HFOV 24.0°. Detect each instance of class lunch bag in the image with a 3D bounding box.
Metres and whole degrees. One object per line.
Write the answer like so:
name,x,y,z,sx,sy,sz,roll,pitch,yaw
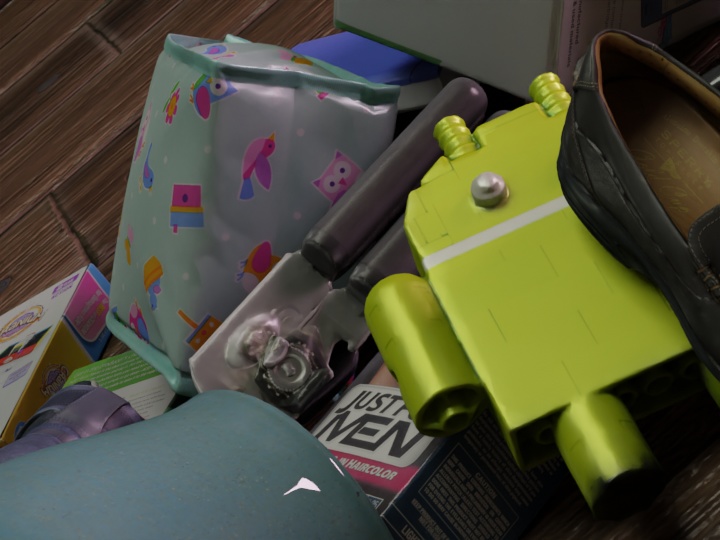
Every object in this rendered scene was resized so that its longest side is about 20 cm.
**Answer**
lunch bag,-0.067,-0.035,0.892,0.200,0.121,0.172,-149,67,-66

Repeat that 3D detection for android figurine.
android figurine,0.091,-0.001,0.669,0.181,0.041,0.201,-23,51,-1

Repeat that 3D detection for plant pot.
plant pot,-0.088,0.146,0.615,0.188,0.201,0.199,-36,17,-33

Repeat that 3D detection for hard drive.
hard drive,0.006,-0.118,0.993,0.199,0.026,0.132,-7,24,42

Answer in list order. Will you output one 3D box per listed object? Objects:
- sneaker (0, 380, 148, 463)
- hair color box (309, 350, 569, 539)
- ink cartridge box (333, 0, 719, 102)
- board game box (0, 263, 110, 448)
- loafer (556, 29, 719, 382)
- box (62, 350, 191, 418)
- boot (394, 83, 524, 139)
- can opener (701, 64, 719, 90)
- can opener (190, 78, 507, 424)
sneaker,-0.155,0.145,0.813,0.146,0.077,0.203,-49,-15,-57
hair color box,0.052,0.053,0.727,0.200,0.061,0.100,-48,24,-22
ink cartridge box,0.104,-0.172,0.890,0.145,0.088,0.199,25,35,35
board game box,-0.252,0.094,1.151,0.152,0.040,0.200,-28,25,26
loafer,0.139,-0.009,0.591,0.073,0.072,0.200,-38,57,-14
box,-0.154,0.118,0.962,0.144,0.036,0.201,-20,30,39
boot,-0.001,-0.062,1.018,0.200,0.073,0.150,-36,20,-16
can opener,0.140,-0.072,0.818,0.199,0.067,0.053,-32,24,18
can opener,0.000,0.000,0.786,0.200,0.053,0.067,-48,-13,-19
